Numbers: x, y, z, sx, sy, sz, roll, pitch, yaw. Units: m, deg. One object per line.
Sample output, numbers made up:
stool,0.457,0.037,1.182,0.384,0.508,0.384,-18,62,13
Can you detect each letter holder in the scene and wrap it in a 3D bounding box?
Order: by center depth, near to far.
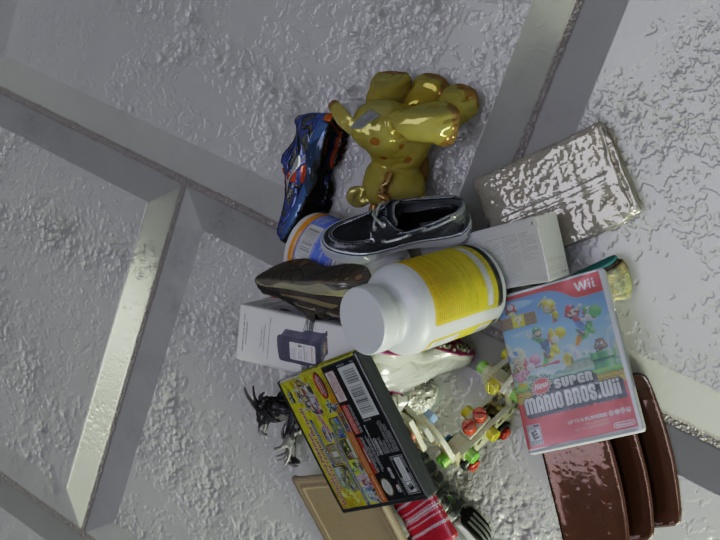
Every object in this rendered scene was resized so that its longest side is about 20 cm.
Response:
letter holder,0.314,0.243,1.173,0.141,0.100,0.201,-14,89,25

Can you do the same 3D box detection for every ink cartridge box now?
ink cartridge box,-0.051,0.094,1.314,0.199,0.145,0.085,11,101,26

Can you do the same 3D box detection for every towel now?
towel,0.251,-0.095,1.206,0.199,0.034,0.133,-22,84,28
towel,0.052,0.275,1.231,0.201,0.022,0.145,59,157,13

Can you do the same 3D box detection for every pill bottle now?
pill bottle,0.076,0.039,1.138,0.112,0.199,0.113,18,114,46
pill bottle,0.000,0.000,1.282,0.199,0.112,0.113,23,105,33

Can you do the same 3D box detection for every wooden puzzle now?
wooden puzzle,0.002,0.365,1.329,0.200,0.037,0.186,-16,103,51

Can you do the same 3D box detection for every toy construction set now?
toy construction set,0.148,0.188,1.219,0.199,0.131,0.092,-28,55,-10

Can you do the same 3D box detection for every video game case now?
video game case,0.252,0.111,1.138,0.142,0.017,0.201,-17,72,23
video game case,-0.008,0.209,1.198,0.180,0.025,0.201,-26,91,48

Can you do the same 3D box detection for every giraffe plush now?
giraffe plush,0.056,-0.154,1.240,0.172,0.200,0.163,27,135,37

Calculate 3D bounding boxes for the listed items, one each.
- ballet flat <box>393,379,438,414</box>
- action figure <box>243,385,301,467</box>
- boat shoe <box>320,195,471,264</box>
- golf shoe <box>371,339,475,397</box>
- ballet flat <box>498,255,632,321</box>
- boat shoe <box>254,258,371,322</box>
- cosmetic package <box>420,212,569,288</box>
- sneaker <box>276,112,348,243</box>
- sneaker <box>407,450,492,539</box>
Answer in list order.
ballet flat,0.012,0.181,1.338,0.199,0.072,0.072,0,96,26
action figure,-0.091,0.239,1.367,0.199,0.119,0.103,20,83,16
boat shoe,0.041,-0.059,1.194,0.199,0.068,0.072,-5,57,13
golf shoe,0.068,0.123,1.236,0.075,0.199,0.092,40,116,44
ballet flat,0.255,0.043,1.204,0.199,0.071,0.071,-22,85,26
boat shoe,-0.064,0.033,1.224,0.199,0.074,0.074,6,118,45
cosmetic package,0.171,-0.015,1.212,0.199,0.050,0.083,-12,92,48
sneaker,-0.081,-0.136,1.356,0.078,0.075,0.201,23,97,32
sneaker,0.080,0.340,1.316,0.200,0.075,0.116,48,115,14
